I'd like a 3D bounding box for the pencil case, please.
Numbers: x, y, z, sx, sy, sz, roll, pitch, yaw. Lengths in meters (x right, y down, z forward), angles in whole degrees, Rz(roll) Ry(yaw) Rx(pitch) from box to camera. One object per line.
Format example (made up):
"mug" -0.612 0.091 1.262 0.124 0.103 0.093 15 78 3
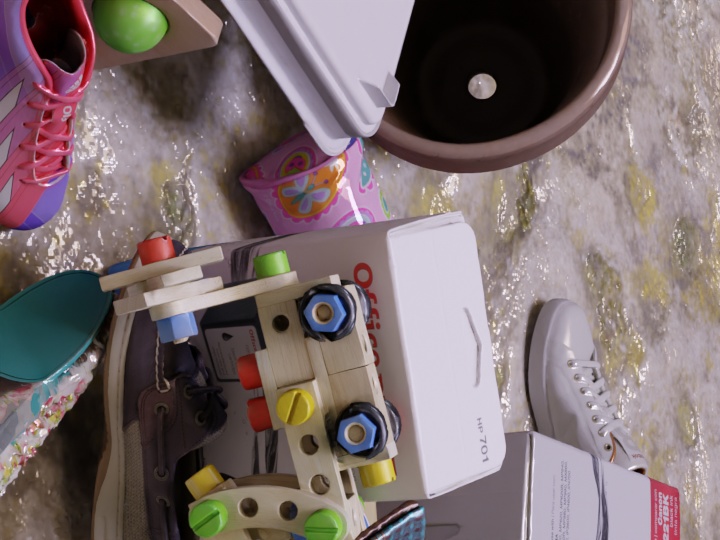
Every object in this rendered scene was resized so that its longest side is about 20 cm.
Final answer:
"pencil case" 0.000 0.000 1.234 0.087 0.087 0.200 -49 121 -46

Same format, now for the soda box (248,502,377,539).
"soda box" -0.035 0.132 1.183 0.068 0.064 0.201 2 84 -53

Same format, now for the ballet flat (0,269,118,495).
"ballet flat" -0.189 0.076 0.990 0.200 0.075 0.064 -52 156 -45

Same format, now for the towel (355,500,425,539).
"towel" -0.014 0.243 1.135 0.146 0.022 0.201 -31 136 -35

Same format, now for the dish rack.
"dish rack" -0.013 -0.179 1.093 0.200 0.043 0.172 53 46 -51

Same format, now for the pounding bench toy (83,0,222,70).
"pounding bench toy" -0.123 -0.177 1.061 0.200 0.124 0.157 40 54 -44

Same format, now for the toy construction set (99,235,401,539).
"toy construction set" -0.053 0.068 0.980 0.092 0.131 0.201 -64 138 -72

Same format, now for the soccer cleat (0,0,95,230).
"soccer cleat" -0.166 -0.089 0.975 0.067 0.076 0.200 -45 150 -38

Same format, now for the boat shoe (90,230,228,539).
"boat shoe" -0.102 0.077 1.042 0.072 0.065 0.201 -53 153 -68

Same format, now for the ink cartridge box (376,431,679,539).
"ink cartridge box" 0.102 0.170 1.282 0.200 0.144 0.084 24 64 -50

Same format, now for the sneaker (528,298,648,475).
"sneaker" 0.180 0.118 1.463 0.073 0.084 0.201 4 80 -52

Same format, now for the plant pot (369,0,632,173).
"plant pot" 0.078 -0.148 1.281 0.175 0.199 0.201 58 32 -77

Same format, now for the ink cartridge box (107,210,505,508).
"ink cartridge box" -0.033 0.053 1.082 0.086 0.199 0.147 -12 94 -54
